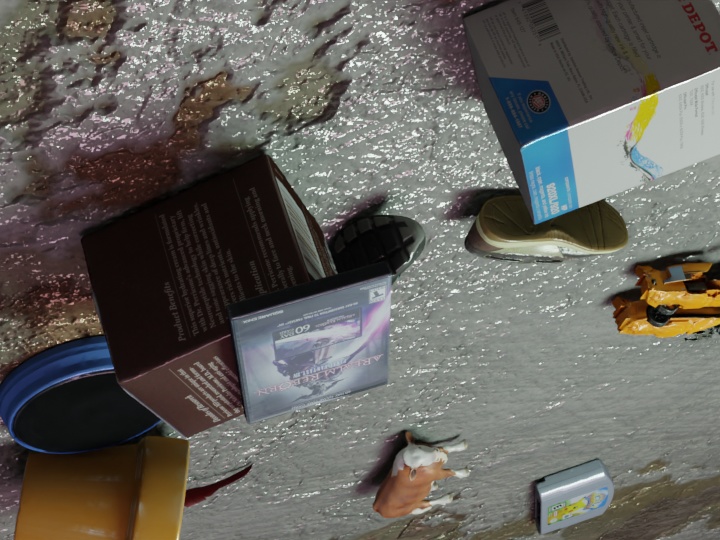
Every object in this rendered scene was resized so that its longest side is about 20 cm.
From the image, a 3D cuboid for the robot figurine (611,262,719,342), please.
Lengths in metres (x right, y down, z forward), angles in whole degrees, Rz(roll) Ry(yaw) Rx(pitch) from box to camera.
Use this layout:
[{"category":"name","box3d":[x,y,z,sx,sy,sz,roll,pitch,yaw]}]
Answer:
[{"category":"robot figurine","box3d":[0.427,0.035,1.738,0.199,0.058,0.145,-1,145,-20]}]

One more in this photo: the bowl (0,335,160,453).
[{"category":"bowl","box3d":[-0.296,0.142,1.517,0.200,0.039,0.201,-15,150,-9]}]

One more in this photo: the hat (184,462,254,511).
[{"category":"hat","box3d":[-0.286,0.309,1.821,0.200,0.176,0.166,30,145,-14]}]

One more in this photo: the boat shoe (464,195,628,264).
[{"category":"boat shoe","box3d":[0.199,-0.043,1.489,0.199,0.073,0.065,4,154,-30]}]

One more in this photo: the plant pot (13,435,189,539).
[{"category":"plant pot","box3d":[-0.306,0.286,1.612,0.183,0.201,0.200,9,144,-9]}]

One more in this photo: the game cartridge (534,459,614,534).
[{"category":"game cartridge","box3d":[0.357,0.379,2.300,0.133,0.041,0.200,-22,151,-5]}]

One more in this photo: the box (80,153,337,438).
[{"category":"box","box3d":[-0.127,0.028,1.302,0.199,0.166,0.164,-23,151,7]}]

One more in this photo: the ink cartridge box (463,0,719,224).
[{"category":"ink cartridge box","box3d":[0.215,-0.164,1.210,0.199,0.148,0.145,-21,150,3]}]

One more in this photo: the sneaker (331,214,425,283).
[{"category":"sneaker","box3d":[0.000,0.000,1.445,0.200,0.076,0.079,-33,160,36]}]

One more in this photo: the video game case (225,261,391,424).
[{"category":"video game case","box3d":[-0.043,0.069,1.237,0.142,0.019,0.200,-16,148,-9]}]

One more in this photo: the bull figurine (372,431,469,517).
[{"category":"bull figurine","box3d":[0.086,0.290,1.959,0.121,0.065,0.200,0,145,-25]}]
